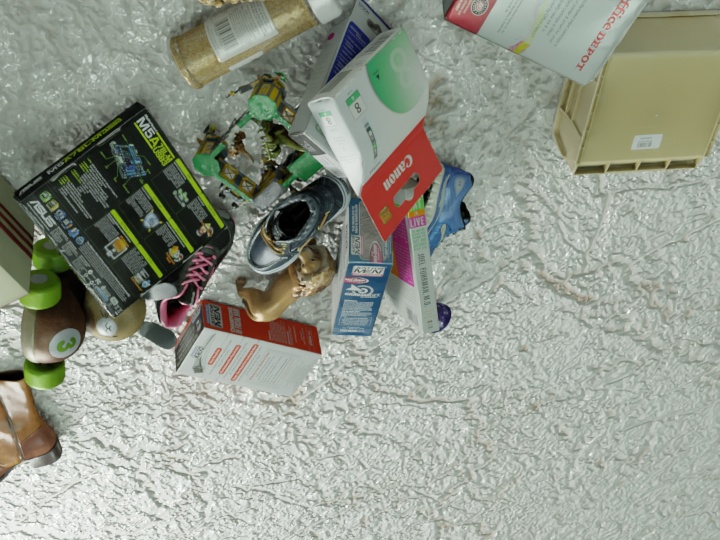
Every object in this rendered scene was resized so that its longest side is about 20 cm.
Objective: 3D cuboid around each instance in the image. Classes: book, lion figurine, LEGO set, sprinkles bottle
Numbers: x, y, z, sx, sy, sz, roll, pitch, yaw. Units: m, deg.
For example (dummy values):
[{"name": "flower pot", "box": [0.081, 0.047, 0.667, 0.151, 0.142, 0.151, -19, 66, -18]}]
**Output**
[{"name": "book", "box": [0.058, -0.029, 1.375, 0.048, 0.134, 0.201, -14, 110, -15]}, {"name": "lion figurine", "box": [-0.108, 0.023, 1.444, 0.072, 0.123, 0.200, 22, 125, -31]}, {"name": "LEGO set", "box": [-0.109, -0.176, 1.282, 0.153, 0.116, 0.200, 31, 135, -14]}, {"name": "sprinkles bottle", "box": [-0.122, -0.284, 1.180, 0.199, 0.068, 0.068, -25, 134, 11]}]

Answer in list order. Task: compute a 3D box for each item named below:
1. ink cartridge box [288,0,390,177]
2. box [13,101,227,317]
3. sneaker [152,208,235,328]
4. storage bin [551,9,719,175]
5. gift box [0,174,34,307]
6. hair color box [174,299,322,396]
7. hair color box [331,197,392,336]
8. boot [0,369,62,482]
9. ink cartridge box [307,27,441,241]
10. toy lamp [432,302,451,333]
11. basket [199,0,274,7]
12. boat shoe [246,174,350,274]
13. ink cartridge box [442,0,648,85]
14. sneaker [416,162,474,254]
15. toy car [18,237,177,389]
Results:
[{"name": "ink cartridge box", "box": [-0.015, -0.220, 1.215, 0.037, 0.201, 0.095, 0, 152, 44]}, {"name": "box", "box": [-0.296, -0.074, 1.275, 0.193, 0.047, 0.200, -42, 124, -15]}, {"name": "sneaker", "box": [-0.231, 0.003, 1.414, 0.079, 0.096, 0.200, 20, 125, -28]}, {"name": "storage bin", "box": [0.377, -0.231, 1.345, 0.199, 0.094, 0.199, -4, 135, -11]}, {"name": "gift box", "box": [-0.511, -0.044, 1.228, 0.184, 0.201, 0.187, -27, 133, 5]}, {"name": "hair color box", "box": [-0.174, 0.122, 1.567, 0.199, 0.064, 0.111, 15, 129, -29]}, {"name": "hair color box", "box": [0.000, 0.000, 1.366, 0.060, 0.101, 0.200, 3, 149, -6]}, {"name": "boot", "box": [-0.583, 0.253, 1.584, 0.187, 0.069, 0.201, -13, 134, -2]}, {"name": "ink cartridge box", "box": [0.038, -0.161, 1.213, 0.050, 0.161, 0.201, -4, 126, 44]}, {"name": "toy lamp", "box": [0.062, 0.030, 1.543, 0.058, 0.058, 0.200, -34, 132, 19]}, {"name": "basket", "box": [-0.156, -0.375, 1.030, 0.148, 0.143, 0.201, -4, 134, -12]}, {"name": "boat shoe", "box": [-0.103, -0.051, 1.308, 0.071, 0.091, 0.200, 52, 127, 4]}, {"name": "ink cartridge box", "box": [0.216, -0.328, 1.187, 0.199, 0.083, 0.146, 22, 126, -16]}, {"name": "sneaker", "box": [0.112, -0.062, 1.451, 0.089, 0.079, 0.201, 6, 132, -16]}, {"name": "toy car", "box": [-0.350, 0.062, 1.379, 0.199, 0.158, 0.165, 4, 123, -6]}]
